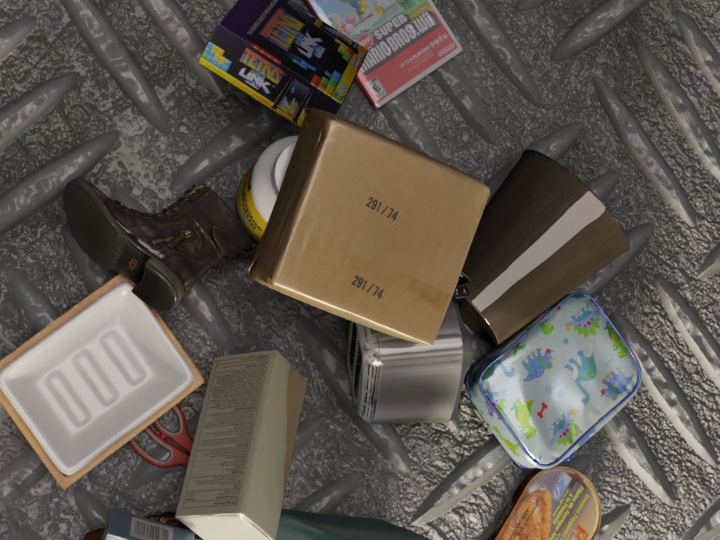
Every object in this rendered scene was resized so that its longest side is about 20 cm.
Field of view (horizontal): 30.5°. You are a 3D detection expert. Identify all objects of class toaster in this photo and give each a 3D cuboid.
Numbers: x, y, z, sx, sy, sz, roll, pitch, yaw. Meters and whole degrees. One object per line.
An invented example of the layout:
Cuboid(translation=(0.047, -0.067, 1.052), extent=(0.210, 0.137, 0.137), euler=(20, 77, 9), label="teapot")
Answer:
Cuboid(translation=(0.055, 0.099, 1.541), extent=(0.127, 0.201, 0.115), euler=(-6, 52, -10), label="toaster")

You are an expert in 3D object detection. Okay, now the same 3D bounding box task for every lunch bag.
Cuboid(translation=(0.239, 0.139, 1.634), extent=(0.199, 0.082, 0.161), euler=(-39, 93, -15), label="lunch bag")

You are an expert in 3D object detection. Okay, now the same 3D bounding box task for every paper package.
Cuboid(translation=(0.008, -0.044, 1.387), extent=(0.198, 0.103, 0.193), euler=(20, 93, -21), label="paper package")

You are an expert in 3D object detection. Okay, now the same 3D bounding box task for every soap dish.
Cuboid(translation=(-0.301, 0.123, 1.500), extent=(0.199, 0.081, 0.158), euler=(-37, 93, -15), label="soap dish")

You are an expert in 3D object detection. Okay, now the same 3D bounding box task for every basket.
Cuboid(translation=(0.198, -0.017, 1.617), extent=(0.180, 0.136, 0.200), euler=(42, 80, 19), label="basket")

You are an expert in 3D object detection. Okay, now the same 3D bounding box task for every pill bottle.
Cuboid(translation=(-0.078, -0.091, 1.520), extent=(0.110, 0.200, 0.114), euler=(2, 82, -14), label="pill bottle")

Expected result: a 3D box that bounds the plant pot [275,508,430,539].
Cuboid(translation=(0.001, 0.378, 1.455), extent=(0.194, 0.199, 0.200), euler=(14, 80, -36), label="plant pot")

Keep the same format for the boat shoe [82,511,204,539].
Cuboid(translation=(-0.219, 0.311, 1.510), extent=(0.197, 0.071, 0.071), euler=(6, 42, -11), label="boat shoe")

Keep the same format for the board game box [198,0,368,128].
Cuboid(translation=(-0.085, -0.252, 1.543), extent=(0.164, 0.201, 0.057), euler=(33, 117, -8), label="board game box")

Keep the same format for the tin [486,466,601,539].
Cuboid(translation=(0.219, 0.337, 1.629), extent=(0.111, 0.042, 0.201), euler=(35, 77, -4), label="tin")

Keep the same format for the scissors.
Cuboid(translation=(-0.186, 0.233, 1.553), extent=(0.200, 0.014, 0.073), euler=(43, 73, -7), label="scissors")

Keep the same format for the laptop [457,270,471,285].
Cuboid(translation=(0.000, 0.000, 1.541), extent=(0.197, 0.177, 0.105), euler=(-17, 87, -16), label="laptop")

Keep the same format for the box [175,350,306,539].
Cuboid(translation=(-0.131, 0.199, 1.483), extent=(0.078, 0.094, 0.203), euler=(50, 42, -46), label="box")

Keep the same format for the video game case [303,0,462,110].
Cuboid(translation=(0.020, -0.324, 1.667), extent=(0.142, 0.017, 0.201), euler=(-34, 92, -15), label="video game case")

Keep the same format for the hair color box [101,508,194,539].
Cuboid(translation=(-0.259, 0.373, 1.451), extent=(0.098, 0.061, 0.203), euler=(18, 105, -11), label="hair color box")

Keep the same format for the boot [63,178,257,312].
Cuboid(translation=(-0.229, -0.055, 1.526), extent=(0.200, 0.069, 0.174), euler=(47, 41, -3), label="boot")
